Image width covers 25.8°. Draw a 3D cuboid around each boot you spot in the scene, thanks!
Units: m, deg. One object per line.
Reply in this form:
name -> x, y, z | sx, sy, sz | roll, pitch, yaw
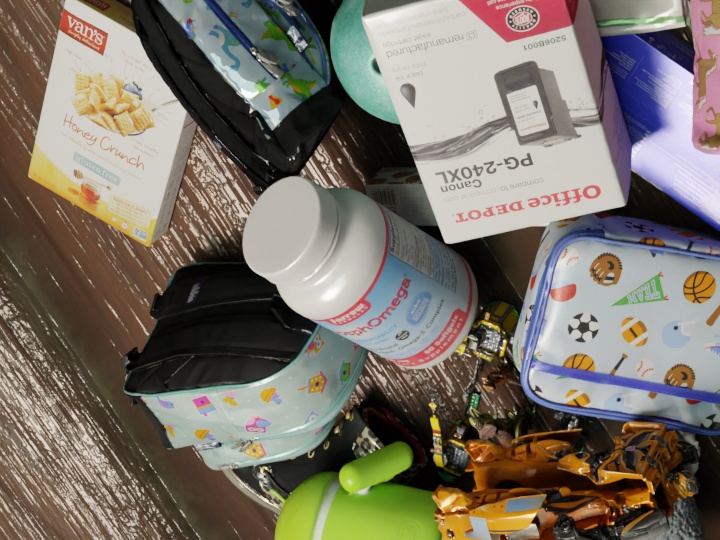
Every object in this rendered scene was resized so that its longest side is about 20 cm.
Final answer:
boot -> -0.043, 0.167, 1.490 | 0.203, 0.073, 0.154 | 43, 119, 11

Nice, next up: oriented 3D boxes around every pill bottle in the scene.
pill bottle -> 0.000, 0.000, 1.279 | 0.108, 0.110, 0.199 | -19, 148, 35

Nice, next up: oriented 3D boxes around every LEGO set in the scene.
LEGO set -> 0.126, 0.137, 1.344 | 0.153, 0.116, 0.201 | 29, 126, 12

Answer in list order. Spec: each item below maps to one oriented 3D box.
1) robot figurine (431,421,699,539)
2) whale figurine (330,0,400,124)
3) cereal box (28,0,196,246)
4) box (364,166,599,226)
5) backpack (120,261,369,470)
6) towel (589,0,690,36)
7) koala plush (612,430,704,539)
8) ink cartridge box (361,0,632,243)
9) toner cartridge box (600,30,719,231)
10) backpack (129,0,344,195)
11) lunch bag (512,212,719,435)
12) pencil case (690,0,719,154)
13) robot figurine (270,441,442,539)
robot figurine -> 0.161, 0.165, 1.207 | 0.198, 0.145, 0.059 | -11, 112, 30
whale figurine -> 0.045, -0.205, 1.210 | 0.158, 0.104, 0.202 | 28, 123, 13
cereal box -> -0.221, -0.139, 1.434 | 0.143, 0.040, 0.202 | 29, 126, 12
box -> 0.100, -0.062, 1.299 | 0.198, 0.039, 0.042 | 0, 117, 29
backpack -> -0.087, 0.078, 1.398 | 0.198, 0.177, 0.154 | -15, 125, 34
towel -> 0.156, -0.268, 1.130 | 0.151, 0.023, 0.203 | -4, 104, 19
koala plush -> 0.223, 0.235, 1.308 | 0.183, 0.177, 0.202 | 29, 137, 27
ink cartridge box -> 0.103, -0.131, 1.134 | 0.143, 0.084, 0.201 | -12, 123, 18
toner cartridge box -> 0.235, -0.117, 1.191 | 0.199, 0.043, 0.095 | 37, 128, 7
backpack -> -0.102, -0.178, 1.281 | 0.199, 0.154, 0.163 | 36, 171, -2
lunch bag -> 0.222, 0.046, 1.216 | 0.197, 0.076, 0.162 | 11, 106, -6
pencil case -> 0.266, -0.178, 1.088 | 0.082, 0.086, 0.203 | 2, 103, 26
robot figurine -> 0.013, 0.244, 1.387 | 0.197, 0.116, 0.177 | 10, 119, 16
